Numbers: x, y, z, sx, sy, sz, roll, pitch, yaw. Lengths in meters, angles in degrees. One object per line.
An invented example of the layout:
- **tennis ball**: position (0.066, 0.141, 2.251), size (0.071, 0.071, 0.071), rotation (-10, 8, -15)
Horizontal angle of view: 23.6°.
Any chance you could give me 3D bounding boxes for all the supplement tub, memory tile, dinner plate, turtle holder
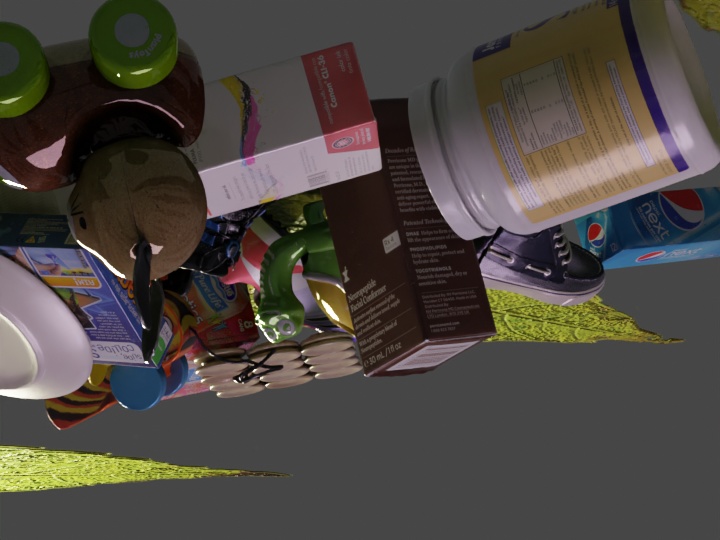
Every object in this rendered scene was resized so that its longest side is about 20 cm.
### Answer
- **supplement tub**: position (0.150, -0.112, 1.262), size (0.199, 0.146, 0.145), rotation (-19, 165, 19)
- **memory tile**: position (-0.077, 0.090, 1.652), size (0.152, 0.017, 0.200), rotation (-11, 168, 0)
- **dinner plate**: position (-0.298, 0.041, 1.297), size (0.199, 0.024, 0.201), rotation (16, 143, 12)
- **turtle holder**: position (0.009, -0.002, 1.484), size (0.185, 0.132, 0.141), rotation (-21, -171, -41)

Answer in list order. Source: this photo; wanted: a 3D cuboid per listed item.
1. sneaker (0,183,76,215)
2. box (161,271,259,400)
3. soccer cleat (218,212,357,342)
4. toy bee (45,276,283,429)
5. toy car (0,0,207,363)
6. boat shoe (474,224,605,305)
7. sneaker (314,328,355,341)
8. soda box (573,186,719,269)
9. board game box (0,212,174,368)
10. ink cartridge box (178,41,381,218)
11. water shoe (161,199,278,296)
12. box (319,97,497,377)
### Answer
- **sneaker**: position (-0.212, -0.046, 1.328), size (0.116, 0.074, 0.200), rotation (-46, 156, -30)
- **box**: position (-0.175, 0.054, 1.668), size (0.095, 0.100, 0.200), rotation (-9, 164, -22)
- **soccer cleat**: position (-0.057, 0.022, 1.593), size (0.073, 0.068, 0.200), rotation (-46, 136, 1)
- **toy bee**: position (-0.175, 0.056, 1.423), size (0.199, 0.109, 0.131), rotation (-17, -177, -3)
- **toy car**: position (-0.161, -0.044, 1.088), size (0.157, 0.201, 0.164), rotation (-13, 166, -6)
- **boat shoe**: position (0.190, -0.023, 1.745), size (0.199, 0.075, 0.093), rotation (5, 139, -36)
- **sneaker**: position (0.045, 0.038, 1.891), size (0.199, 0.070, 0.090), rotation (-17, 163, 1)
- **soda box**: position (0.335, -0.048, 1.873), size (0.199, 0.064, 0.068), rotation (-7, 164, -31)
- **board game box**: position (-0.254, 0.014, 1.288), size (0.199, 0.035, 0.136), rotation (3, 139, 25)
- **ink cartridge box**: position (-0.089, -0.092, 1.253), size (0.199, 0.068, 0.117), rotation (-16, 166, -1)
- **water shoe**: position (-0.111, -0.037, 1.422), size (0.071, 0.079, 0.200), rotation (-3, 162, -42)
- **box**: position (0.032, -0.026, 1.360), size (0.075, 0.201, 0.100), rotation (-3, 162, -31)
